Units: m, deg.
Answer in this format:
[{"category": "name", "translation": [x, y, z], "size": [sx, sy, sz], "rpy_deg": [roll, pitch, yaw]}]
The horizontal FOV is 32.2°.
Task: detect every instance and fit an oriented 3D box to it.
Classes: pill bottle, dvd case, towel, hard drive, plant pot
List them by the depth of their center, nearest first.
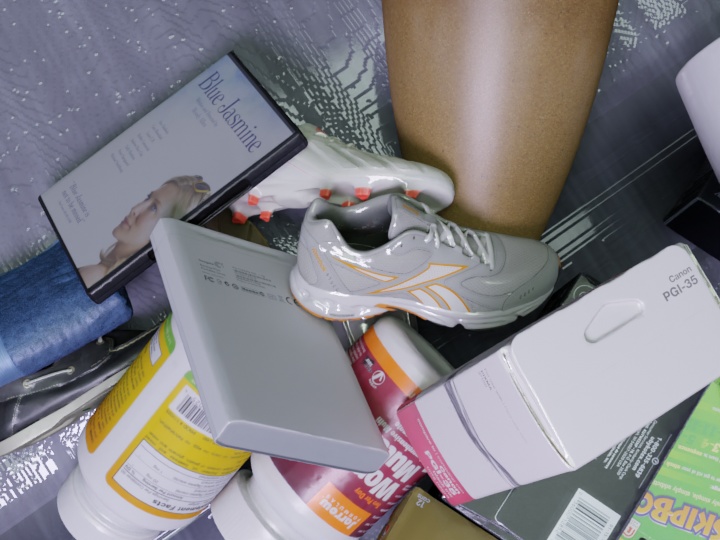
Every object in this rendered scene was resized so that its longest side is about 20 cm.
[{"category": "hard drive", "translation": [-0.067, 0.050, 0.870], "size": [0.027, 0.132, 0.200], "rpy_deg": [-53, 40, 25]}, {"category": "pill bottle", "translation": [-0.140, 0.121, 0.927], "size": [0.111, 0.111, 0.200], "rpy_deg": [43, 113, 6]}, {"category": "pill bottle", "translation": [-0.013, 0.138, 0.942], "size": [0.200, 0.110, 0.110], "rpy_deg": [-45, 84, 8]}, {"category": "dvd case", "translation": [-0.149, -0.076, 0.967], "size": [0.200, 0.018, 0.143], "rpy_deg": [-37, 45, -2]}, {"category": "towel", "translation": [-0.279, 0.045, 0.969], "size": [0.199, 0.112, 0.049], "rpy_deg": [-29, 127, -8]}, {"category": "plant pot", "translation": [0.101, -0.123, 0.979], "size": [0.185, 0.186, 0.201], "rpy_deg": [4, 96, 0]}]

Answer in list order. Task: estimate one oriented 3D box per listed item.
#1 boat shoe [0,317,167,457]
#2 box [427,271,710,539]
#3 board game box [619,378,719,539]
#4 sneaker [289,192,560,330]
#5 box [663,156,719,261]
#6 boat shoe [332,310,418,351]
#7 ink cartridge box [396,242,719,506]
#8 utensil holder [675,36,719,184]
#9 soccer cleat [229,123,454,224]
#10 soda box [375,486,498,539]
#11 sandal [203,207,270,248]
[{"category": "boat shoe", "translation": [-0.211, 0.073, 0.983], "size": [0.199, 0.072, 0.068], "rpy_deg": [-28, 82, -3]}, {"category": "box", "translation": [0.162, 0.124, 0.961], "size": [0.132, 0.115, 0.200], "rpy_deg": [33, 82, 3]}, {"category": "board game box", "translation": [0.280, 0.150, 1.003], "size": [0.095, 0.030, 0.200], "rpy_deg": [33, 79, 5]}, {"category": "sneaker", "translation": [0.049, -0.013, 0.897], "size": [0.199, 0.092, 0.076], "rpy_deg": [-1, 44, -6]}, {"category": "box", "translation": [0.383, -0.067, 1.000], "size": [0.200, 0.104, 0.182], "rpy_deg": [33, 81, 4]}, {"category": "boat shoe", "translation": [0.000, 0.000, 0.999], "size": [0.071, 0.069, 0.201], "rpy_deg": [-17, 83, -7]}, {"category": "ink cartridge box", "translation": [0.126, 0.072, 0.794], "size": [0.146, 0.200, 0.083], "rpy_deg": [-28, 84, -21]}, {"category": "utensil holder", "translation": [0.333, -0.079, 0.867], "size": [0.169, 0.170, 0.201], "rpy_deg": [-21, 79, -4]}, {"category": "soccer cleat", "translation": [-0.023, -0.078, 0.952], "size": [0.199, 0.069, 0.078], "rpy_deg": [2, 64, 21]}, {"category": "soda box", "translation": [0.101, 0.243, 0.905], "size": [0.200, 0.068, 0.064], "rpy_deg": [32, 63, 4]}, {"category": "sandal", "translation": [-0.143, -0.025, 1.014], "size": [0.200, 0.054, 0.080], "rpy_deg": [35, 76, 19]}]
